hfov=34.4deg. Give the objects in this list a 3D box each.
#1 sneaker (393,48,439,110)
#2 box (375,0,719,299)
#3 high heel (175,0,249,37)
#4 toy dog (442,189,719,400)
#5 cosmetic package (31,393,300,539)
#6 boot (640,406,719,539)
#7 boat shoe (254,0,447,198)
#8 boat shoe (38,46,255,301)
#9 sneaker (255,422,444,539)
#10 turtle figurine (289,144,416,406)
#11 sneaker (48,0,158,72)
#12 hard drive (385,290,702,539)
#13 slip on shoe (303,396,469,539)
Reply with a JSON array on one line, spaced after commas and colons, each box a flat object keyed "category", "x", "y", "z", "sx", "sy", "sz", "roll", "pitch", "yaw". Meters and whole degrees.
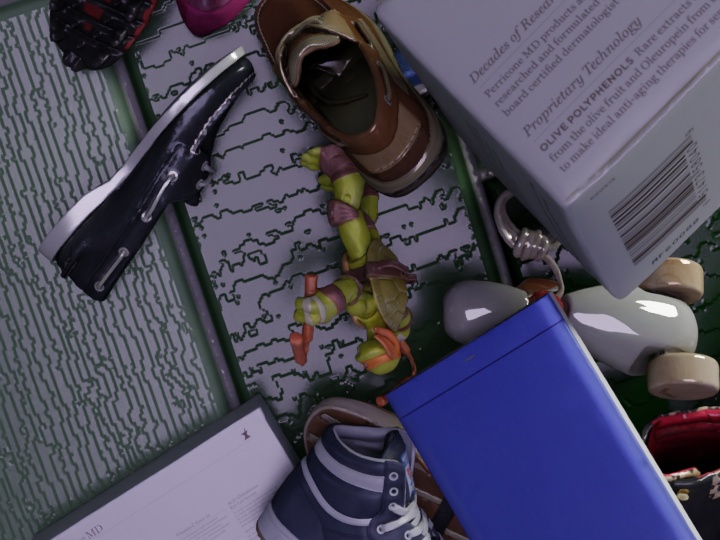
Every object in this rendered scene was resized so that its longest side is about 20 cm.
[{"category": "sneaker", "x": 0.067, "y": -0.181, "z": 0.807, "sx": 0.199, "sy": 0.079, "sz": 0.090, "roll": -40, "pitch": 88, "yaw": -6}, {"category": "box", "x": 0.153, "y": -0.128, "z": 0.688, "sx": 0.200, "sy": 0.199, "sz": 0.172, "roll": -44, "pitch": 64, "yaw": 4}, {"category": "high heel", "x": -0.061, "y": -0.252, "z": 0.804, "sx": 0.067, "sy": 0.096, "sz": 0.200, "roll": 40, "pitch": 72, "yaw": 2}, {"category": "toy dog", "x": 0.156, "y": 0.041, "z": 0.826, "sx": 0.197, "sy": 0.097, "sz": 0.133, "roll": 24, "pitch": 66, "yaw": 3}, {"category": "cosmetic package", "x": -0.117, "y": 0.208, "z": 0.837, "sx": 0.198, "sy": 0.052, "sz": 0.152, "roll": -31, "pitch": 100, "yaw": -1}, {"category": "boot", "x": 0.191, "y": 0.184, "z": 0.806, "sx": 0.197, "sy": 0.073, "sz": 0.152, "roll": -15, "pitch": 129, "yaw": -18}, {"category": "boat shoe", "x": -0.017, "y": -0.131, "z": 0.742, "sx": 0.076, "sy": 0.200, "sz": 0.074, "roll": -46, "pitch": 140, "yaw": 9}, {"category": "boat shoe", "x": -0.134, "y": -0.065, "z": 0.798, "sx": 0.060, "sy": 0.076, "sz": 0.200, "roll": 43, "pitch": 103, "yaw": -7}, {"category": "sneaker", "x": 0.038, "y": 0.181, "z": 0.776, "sx": 0.198, "sy": 0.070, "sz": 0.109, "roll": 31, "pitch": 104, "yaw": 0}, {"category": "turtle figurine", "x": 0.000, "y": 0.000, "z": 0.772, "sx": 0.064, "sy": 0.199, "sz": 0.164, "roll": -18, "pitch": 74, "yaw": 22}, {"category": "sneaker", "x": -0.147, "y": -0.227, "z": 0.777, "sx": 0.070, "sy": 0.098, "sz": 0.202, "roll": 28, "pitch": 117, "yaw": -1}, {"category": "hard drive", "x": 0.121, "y": 0.135, "z": 0.757, "sx": 0.131, "sy": 0.025, "sz": 0.202, "roll": -32, "pitch": 86, "yaw": 19}, {"category": "slip on shoe", "x": 0.049, "y": 0.150, "z": 0.841, "sx": 0.198, "sy": 0.061, "sz": 0.077, "roll": 28, "pitch": 111, "yaw": -4}]
